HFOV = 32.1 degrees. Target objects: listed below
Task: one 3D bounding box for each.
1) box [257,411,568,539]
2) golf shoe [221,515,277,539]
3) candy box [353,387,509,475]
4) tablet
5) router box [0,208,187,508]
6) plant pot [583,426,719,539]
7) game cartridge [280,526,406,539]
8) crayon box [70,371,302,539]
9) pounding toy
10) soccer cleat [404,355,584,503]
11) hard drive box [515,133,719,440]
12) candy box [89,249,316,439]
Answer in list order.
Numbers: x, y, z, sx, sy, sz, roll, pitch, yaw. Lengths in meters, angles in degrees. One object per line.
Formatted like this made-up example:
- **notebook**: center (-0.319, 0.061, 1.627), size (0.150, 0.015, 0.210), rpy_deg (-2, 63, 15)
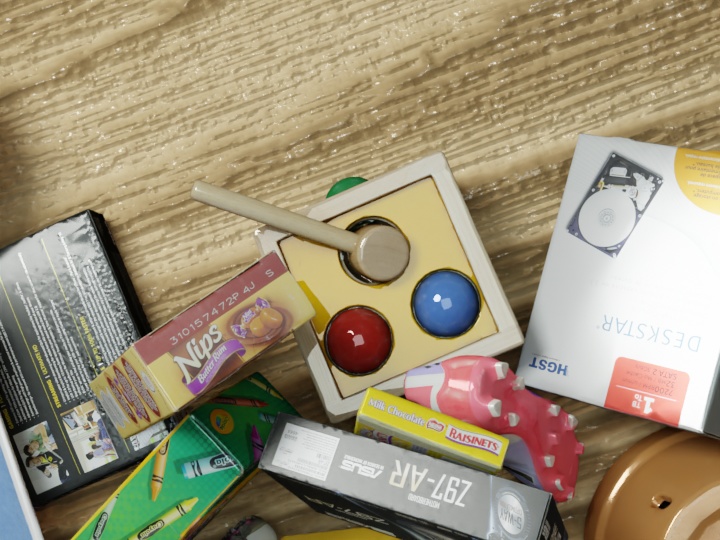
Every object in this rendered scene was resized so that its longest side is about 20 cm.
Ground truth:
- **box**: center (0.043, 0.166, 0.898), size (0.199, 0.160, 0.044), rpy_deg (15, 72, 18)
- **golf shoe**: center (-0.100, 0.274, 0.933), size (0.092, 0.200, 0.073), rpy_deg (34, 132, -5)
- **candy box**: center (0.045, 0.132, 0.910), size (0.102, 0.200, 0.027), rpy_deg (22, 74, 4)
- **tablet**: center (-0.299, 0.141, 0.974), size (0.014, 0.130, 0.201), rpy_deg (-16, 84, -41)
- **router box**: center (-0.240, 0.072, 1.001), size (0.149, 0.051, 0.201), rpy_deg (-24, 85, 2)
- **plant pot**: center (0.272, 0.214, 0.923), size (0.199, 0.140, 0.201), rpy_deg (0, 86, 3)
- **game cartridge**: center (0.028, 0.282, 0.928), size (0.175, 0.033, 0.201), rpy_deg (-7, 48, 2)
- **crayon box**: center (-0.141, 0.172, 0.925), size (0.058, 0.119, 0.200), rpy_deg (45, 110, 6)
- **pounding toy**: center (0.000, 0.000, 0.951), size (0.183, 0.142, 0.201), rpy_deg (-23, 85, 0)
- **soccer cleat**: center (0.106, 0.118, 0.934), size (0.076, 0.200, 0.067), rpy_deg (1, 63, 33)
- **hard drive box**: center (0.222, 0.011, 0.941), size (0.155, 0.077, 0.201), rpy_deg (12, 85, 34)
- **candy box**: center (-0.117, 0.058, 0.880), size (0.116, 0.200, 0.057), rpy_deg (-34, 89, -23)
